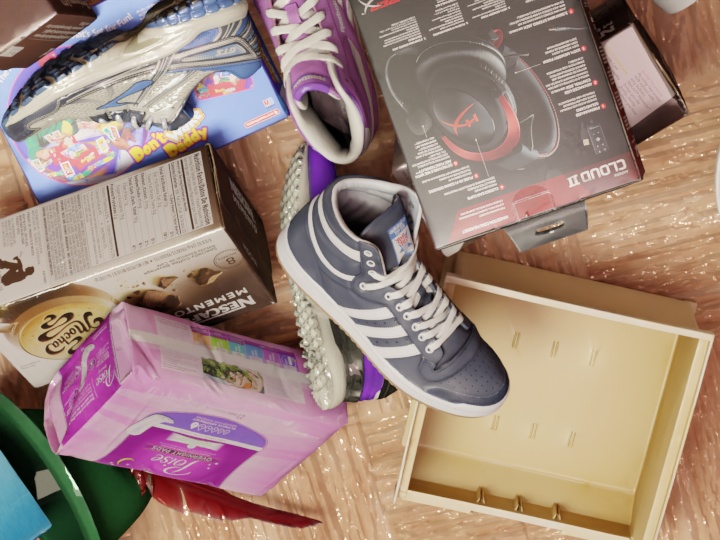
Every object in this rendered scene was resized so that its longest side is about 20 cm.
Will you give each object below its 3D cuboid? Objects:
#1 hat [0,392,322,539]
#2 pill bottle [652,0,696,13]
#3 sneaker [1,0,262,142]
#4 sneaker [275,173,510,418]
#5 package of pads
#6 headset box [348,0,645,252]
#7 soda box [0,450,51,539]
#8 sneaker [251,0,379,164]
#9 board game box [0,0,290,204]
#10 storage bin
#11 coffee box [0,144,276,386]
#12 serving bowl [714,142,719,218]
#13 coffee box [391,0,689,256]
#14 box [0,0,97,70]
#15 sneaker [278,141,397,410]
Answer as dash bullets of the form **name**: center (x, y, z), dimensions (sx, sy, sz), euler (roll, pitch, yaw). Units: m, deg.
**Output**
- **hat**: center (-0.173, 0.138, 1.682), dimensions (0.176, 0.166, 0.200), euler (-31, 116, -23)
- **pill bottle**: center (0.172, -0.277, 1.496), dimensions (0.200, 0.116, 0.116), euler (40, 105, -11)
- **sneaker**: center (-0.159, -0.128, 1.536), dimensions (0.200, 0.077, 0.085), euler (-25, 109, 10)
- **sneaker**: center (0.036, 0.015, 1.506), dimensions (0.200, 0.070, 0.109), euler (40, 145, 1)
- **package of pads**: center (-0.121, 0.099, 1.598), dimensions (0.200, 0.076, 0.121), euler (16, 135, -35)
- **headset box**: center (0.097, -0.113, 1.458), dimensions (0.148, 0.075, 0.201), euler (-19, 93, 11)
- **soda box**: center (-0.324, 0.136, 1.647), dimensions (0.068, 0.064, 0.200), euler (-35, 92, -32)
- **sneaker**: center (-0.037, -0.171, 1.543), dimensions (0.072, 0.114, 0.201), euler (-23, 104, 11)
- **board game box**: center (-0.168, -0.137, 1.595), dimensions (0.199, 0.045, 0.135), euler (-23, 105, 9)
- **storage bin**: center (0.139, 0.103, 1.632), dimensions (0.199, 0.094, 0.199), euler (12, 108, -2)
- **coffee box**: center (-0.176, -0.002, 1.588), dimensions (0.199, 0.080, 0.113), euler (-19, 145, 8)
- **serving bowl**: center (0.353, -0.078, 1.577), dimensions (0.199, 0.066, 0.201), euler (0, 110, 1)
- **coffee box**: center (0.127, -0.105, 1.556), dimensions (0.200, 0.113, 0.080), euler (-31, 104, 12)
- **box**: center (-0.275, -0.241, 1.513), dimensions (0.075, 0.100, 0.200), euler (-31, 90, 11)
- **sneaker**: center (0.000, 0.000, 1.603), dimensions (0.099, 0.070, 0.201), euler (-6, 78, -14)
